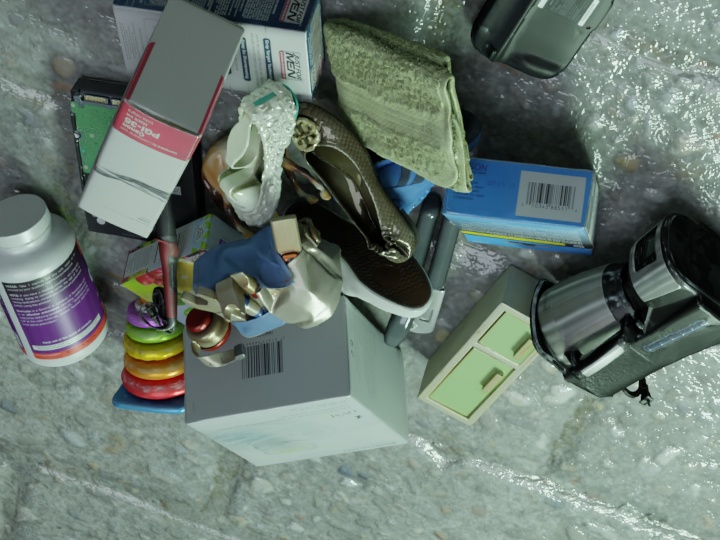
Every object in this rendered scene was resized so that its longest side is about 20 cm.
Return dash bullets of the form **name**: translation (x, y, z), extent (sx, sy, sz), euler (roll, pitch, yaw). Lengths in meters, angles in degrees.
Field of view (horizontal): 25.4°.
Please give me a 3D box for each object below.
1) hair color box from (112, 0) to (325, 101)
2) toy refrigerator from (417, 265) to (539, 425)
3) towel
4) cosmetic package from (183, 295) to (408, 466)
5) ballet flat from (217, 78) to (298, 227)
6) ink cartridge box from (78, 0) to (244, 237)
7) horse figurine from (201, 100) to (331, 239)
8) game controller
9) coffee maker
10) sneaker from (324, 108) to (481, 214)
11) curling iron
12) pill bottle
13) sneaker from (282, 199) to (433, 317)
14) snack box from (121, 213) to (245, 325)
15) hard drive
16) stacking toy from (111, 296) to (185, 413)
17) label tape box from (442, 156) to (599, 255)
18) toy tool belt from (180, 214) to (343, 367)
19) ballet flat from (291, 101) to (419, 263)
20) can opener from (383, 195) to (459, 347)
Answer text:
- **hair color box**: translation (-0.140, -0.237, 1.598), extent (0.199, 0.061, 0.100), euler (10, 145, 10)
- **toy refrigerator**: translation (0.147, 0.090, 1.817), extent (0.076, 0.070, 0.200), euler (29, 134, -9)
- **towel**: translation (0.034, -0.164, 1.557), extent (0.200, 0.036, 0.149), euler (32, 143, 46)
- **cosmetic package**: translation (-0.071, 0.133, 1.827), extent (0.199, 0.123, 0.200), euler (-11, 157, 18)
- **ballet flat**: translation (-0.115, -0.113, 1.630), extent (0.071, 0.072, 0.200), euler (18, 137, 1)
- **ink cartridge box**: translation (-0.198, -0.147, 1.565), extent (0.083, 0.147, 0.200), euler (24, 145, -10)
- **horse figurine**: translation (-0.113, -0.112, 1.718), extent (0.200, 0.050, 0.133), euler (-23, 107, 44)
- **game controller**: translation (0.185, -0.262, 1.498), extent (0.104, 0.042, 0.200), euler (16, 138, -17)
- **coffee maker**: translation (0.312, 0.043, 1.695), extent (0.192, 0.135, 0.200), euler (15, 146, -42)
- **sneaker**: translation (0.057, -0.107, 1.665), extent (0.200, 0.066, 0.078), euler (-22, 125, 36)
- **curling iron**: translation (-0.219, -0.028, 1.739), extent (0.049, 0.026, 0.201), euler (10, 106, 30)
- **pill bottle**: translation (-0.376, 0.011, 1.885), extent (0.112, 0.113, 0.201), euler (1, 133, 17)
- **sneaker**: translation (0.000, 0.000, 1.757), extent (0.200, 0.073, 0.085), euler (36, 150, 26)
- **snack box**: translation (-0.153, 0.024, 1.832), extent (0.142, 0.053, 0.200), euler (-20, 138, 37)
- **hard drive**: translation (-0.244, -0.117, 1.773), extent (0.139, 0.038, 0.201), euler (9, 135, 10)
- **stacking toy**: translation (-0.245, 0.065, 1.918), extent (0.109, 0.116, 0.201), euler (3, 119, 15)
- **label tape box**: translation (0.171, -0.065, 1.647), extent (0.144, 0.064, 0.200), euler (7, 175, 11)
- **toy tool belt**: translation (-0.125, 0.009, 1.685), extent (0.199, 0.125, 0.123), euler (-24, 138, 21)
- **ballet flat**: translation (-0.011, -0.086, 1.630), extent (0.067, 0.046, 0.200), euler (-15, 119, 48)
- **can opener**: translation (0.072, 0.006, 1.770), extent (0.052, 0.067, 0.201), euler (17, 131, 4)
